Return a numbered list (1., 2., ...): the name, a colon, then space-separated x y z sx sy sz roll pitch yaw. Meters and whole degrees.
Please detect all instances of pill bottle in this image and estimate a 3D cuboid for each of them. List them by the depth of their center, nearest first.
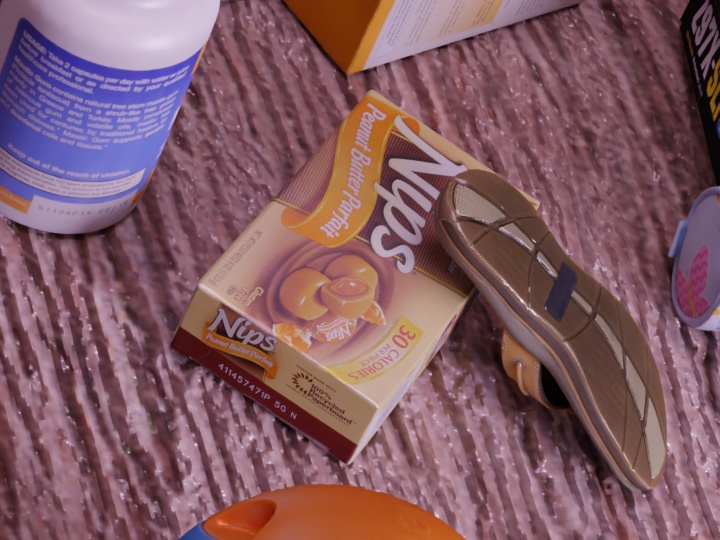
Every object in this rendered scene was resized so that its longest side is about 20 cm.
1. pill bottle: -0.136 -0.122 1.535 0.112 0.200 0.112 13 46 -14

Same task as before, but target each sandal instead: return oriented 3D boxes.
1. sandal: 0.097 0.034 1.586 0.200 0.054 0.080 50 40 -15

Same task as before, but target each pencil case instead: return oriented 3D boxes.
1. pencil case: 0.277 0.008 1.700 0.199 0.083 0.091 11 27 -17

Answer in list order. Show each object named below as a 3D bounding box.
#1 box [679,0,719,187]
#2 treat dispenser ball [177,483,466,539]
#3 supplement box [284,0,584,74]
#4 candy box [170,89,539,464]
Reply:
1. box: 0.248 -0.151 1.750 0.049 0.160 0.200 13 35 -12
2. treat dispenser ball: -0.016 0.195 1.306 0.200 0.201 0.201 13 46 -14
3. supplement box: 0.064 -0.204 1.759 0.199 0.126 0.074 -20 59 -38
4. candy box: 0.000 0.000 1.593 0.115 0.055 0.200 34 44 6
